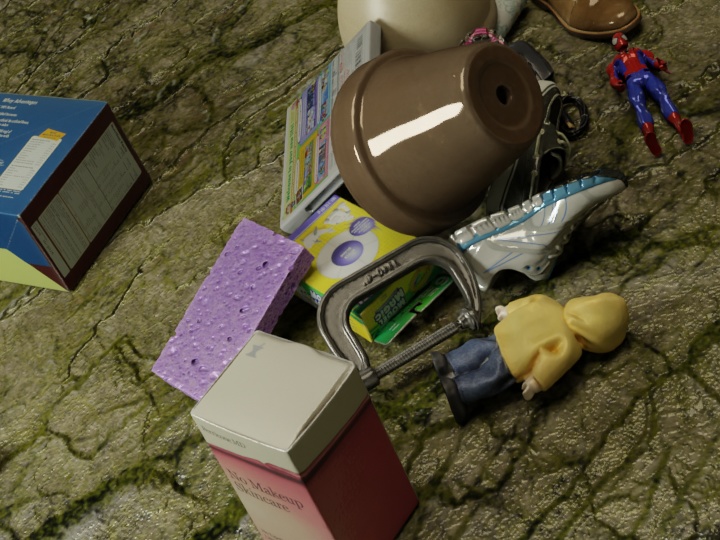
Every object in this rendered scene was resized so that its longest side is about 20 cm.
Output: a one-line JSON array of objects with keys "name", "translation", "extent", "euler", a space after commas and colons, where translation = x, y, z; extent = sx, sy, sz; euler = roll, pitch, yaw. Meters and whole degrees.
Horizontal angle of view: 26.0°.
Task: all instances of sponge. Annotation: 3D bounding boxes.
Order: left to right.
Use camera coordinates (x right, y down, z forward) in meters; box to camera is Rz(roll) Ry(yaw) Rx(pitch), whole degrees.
[{"name": "sponge", "translation": [-0.139, 0.048, 1.700], "extent": [0.111, 0.030, 0.201], "euler": [23, 79, 43]}]

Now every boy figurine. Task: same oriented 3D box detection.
[{"name": "boy figurine", "translation": [0.168, 0.072, 1.538], "extent": [0.198, 0.065, 0.125], "euler": [-24, 40, 1]}]

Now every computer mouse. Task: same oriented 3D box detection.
[{"name": "computer mouse", "translation": [0.213, -0.218, 1.840], "extent": [0.058, 0.034, 0.200], "euler": [-29, 41, -5]}]

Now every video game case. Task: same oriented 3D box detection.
[{"name": "video game case", "translation": [-0.034, -0.169, 1.835], "extent": [0.182, 0.022, 0.202], "euler": [-42, 35, 40]}]

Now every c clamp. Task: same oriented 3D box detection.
[{"name": "c clamp", "translation": [0.046, 0.063, 1.602], "extent": [0.199, 0.027, 0.171], "euler": [-35, 69, -10]}]

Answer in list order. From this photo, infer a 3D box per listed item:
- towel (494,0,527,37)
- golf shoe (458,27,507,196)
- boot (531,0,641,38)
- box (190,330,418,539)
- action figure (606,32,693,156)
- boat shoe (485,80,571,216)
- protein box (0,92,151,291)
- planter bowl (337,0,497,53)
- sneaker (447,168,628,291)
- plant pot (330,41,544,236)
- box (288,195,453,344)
[{"name": "towel", "translation": [0.096, -0.305, 1.983], "extent": [0.198, 0.048, 0.172], "euler": [9, 55, 34]}, {"name": "golf shoe", "translation": [0.150, -0.172, 1.796], "extent": [0.072, 0.092, 0.203], "euler": [-1, 68, 14]}, {"name": "boot", "translation": [0.265, -0.346, 1.916], "extent": [0.073, 0.076, 0.200], "euler": [-35, 43, -14]}, {"name": "box", "translation": [-0.048, 0.173, 1.438], "extent": [0.127, 0.201, 0.109], "euler": [15, 54, 38]}, {"name": "action figure", "translation": [0.320, -0.211, 1.769], "extent": [0.065, 0.052, 0.201], "euler": [-24, 38, 8]}, {"name": "boat shoe", "translation": [0.199, -0.124, 1.726], "extent": [0.063, 0.071, 0.202], "euler": [5, 59, 29]}, {"name": "protein box", "translation": [-0.411, -0.102, 1.961], "extent": [0.197, 0.136, 0.201], "euler": [8, 51, 33]}, {"name": "planter bowl", "translation": [0.055, -0.341, 1.905], "extent": [0.198, 0.135, 0.202], "euler": [-14, 45, 14]}, {"name": "sneaker", "translation": [0.195, -0.039, 1.626], "extent": [0.198, 0.088, 0.075], "euler": [-26, -2, 22]}, {"name": "plant pot", "translation": [0.096, -0.153, 1.619], "extent": [0.174, 0.200, 0.201], "euler": [-23, 31, 49]}, {"name": "box", "translation": [0.000, 0.000, 1.701], "extent": [0.117, 0.049, 0.199], "euler": [-43, 45, -18]}]
